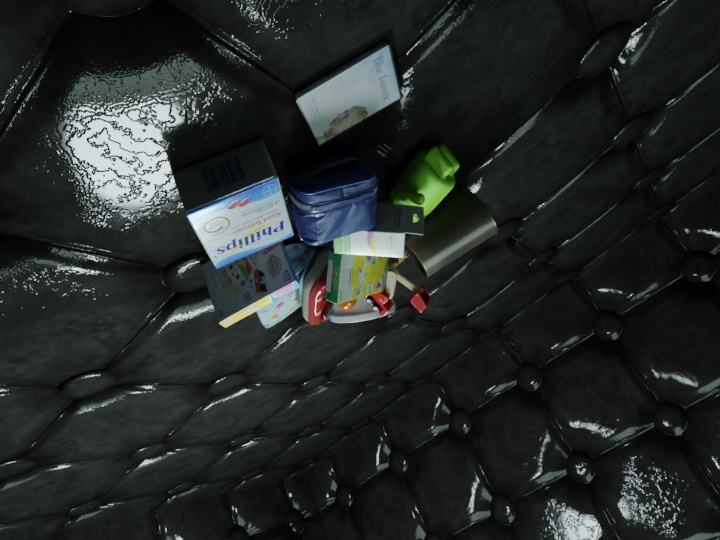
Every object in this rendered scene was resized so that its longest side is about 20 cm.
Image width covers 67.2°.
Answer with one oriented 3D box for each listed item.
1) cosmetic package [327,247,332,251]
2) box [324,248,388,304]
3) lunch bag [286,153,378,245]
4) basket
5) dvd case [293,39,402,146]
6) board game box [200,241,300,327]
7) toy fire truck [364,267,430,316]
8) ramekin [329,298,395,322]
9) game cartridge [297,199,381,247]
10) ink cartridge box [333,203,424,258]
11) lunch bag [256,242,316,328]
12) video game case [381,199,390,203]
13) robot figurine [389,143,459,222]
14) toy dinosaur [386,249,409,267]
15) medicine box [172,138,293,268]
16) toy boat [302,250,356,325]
[{"bbox_3d":[0.006,-0.053,1.429,0.194,0.052,0.083,-11,150,-32],"label":"cosmetic package"},{"bbox_3d":[0.000,0.000,1.277,0.196,0.047,0.122,-11,112,-49],"label":"box"},{"bbox_3d":[-0.051,-0.160,1.115,0.194,0.136,0.136,-19,130,-20],"label":"lunch bag"},{"bbox_3d":[0.209,-0.093,1.343,0.198,0.181,0.137,-37,132,-2],"label":"basket"},{"bbox_3d":[-0.018,-0.325,1.013,0.195,0.018,0.143,-30,153,1],"label":"dvd case"},{"bbox_3d":[-0.251,0.012,1.228,0.195,0.157,0.041,-27,156,0],"label":"board game box"},{"bbox_3d":[0.070,0.042,1.390,0.140,0.200,0.049,-40,-175,36],"label":"toy fire truck"},{"bbox_3d":[0.000,0.074,1.553,0.192,0.109,0.200,-10,-174,1],"label":"ramekin"},{"bbox_3d":[-0.051,-0.117,1.291,0.194,0.041,0.136,0,128,-36],"label":"game cartridge"},{"bbox_3d":[0.042,-0.090,1.192,0.192,0.119,0.069,4,128,5],"label":"ink cartridge box"},{"bbox_3d":[-0.189,0.028,1.356,0.196,0.123,0.172,-29,154,-15],"label":"lunch bag"},{"bbox_3d":[0.045,-0.113,1.444,0.176,0.023,0.202,-20,153,-17],"label":"video game case"},{"bbox_3d":[0.145,-0.199,1.280,0.201,0.116,0.174,-48,170,34],"label":"robot figurine"},{"bbox_3d":[0.082,-0.024,1.428,0.196,0.062,0.106,-33,157,11],"label":"toy dinosaur"},{"bbox_3d":[-0.239,-0.125,1.055,0.177,0.105,0.202,-23,153,-9],"label":"medicine box"},{"bbox_3d":[-0.068,0.054,1.337,0.204,0.127,0.132,98,17,-48],"label":"toy boat"}]
